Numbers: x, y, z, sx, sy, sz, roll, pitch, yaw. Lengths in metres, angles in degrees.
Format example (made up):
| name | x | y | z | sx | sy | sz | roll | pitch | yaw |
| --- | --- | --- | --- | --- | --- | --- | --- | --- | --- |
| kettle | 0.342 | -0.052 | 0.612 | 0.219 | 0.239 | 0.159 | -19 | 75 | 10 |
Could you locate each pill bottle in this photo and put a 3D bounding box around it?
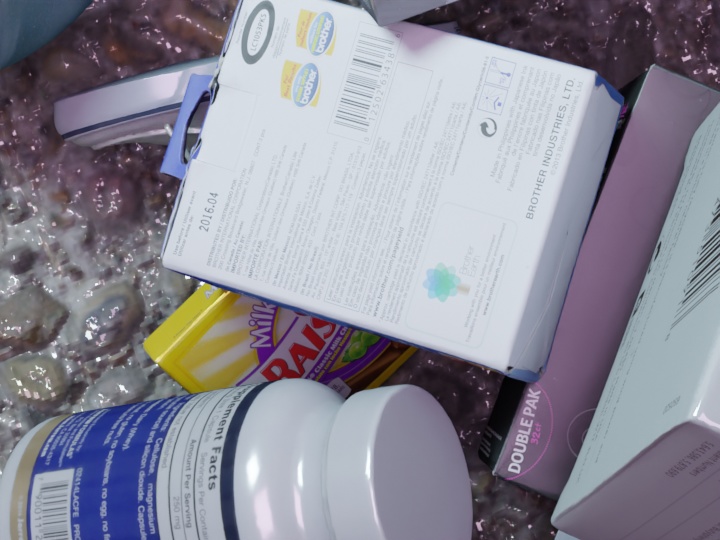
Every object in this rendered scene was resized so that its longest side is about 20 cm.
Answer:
| name | x | y | z | sx | sy | sz | roll | pitch | yaw |
| --- | --- | --- | --- | --- | --- | --- | --- | --- | --- |
| pill bottle | -0.057 | 0.112 | 1.059 | 0.199 | 0.116 | 0.116 | -10 | 89 | 28 |

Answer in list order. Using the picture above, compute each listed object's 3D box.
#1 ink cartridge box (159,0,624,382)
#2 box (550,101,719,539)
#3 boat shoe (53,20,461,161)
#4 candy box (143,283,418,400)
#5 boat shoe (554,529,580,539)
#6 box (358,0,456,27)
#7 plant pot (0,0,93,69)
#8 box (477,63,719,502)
| name | x | y | z | sx | sy | sz | roll | pitch | yaw |
| --- | --- | --- | --- | --- | --- | --- | --- | --- | --- |
| ink cartridge box | 0.000 | -0.044 | 1.031 | 0.199 | 0.076 | 0.137 | 17 | 87 | 16 |
| box | 0.187 | 0.020 | 0.913 | 0.130 | 0.200 | 0.200 | 24 | 70 | -2 |
| boat shoe | -0.044 | -0.064 | 1.128 | 0.201 | 0.075 | 0.087 | -10 | 97 | -9 |
| candy box | 0.000 | 0.000 | 1.117 | 0.200 | 0.026 | 0.102 | -44 | 121 | 1 |
| boat shoe | 0.116 | 0.172 | 1.030 | 0.073 | 0.068 | 0.201 | 3 | 99 | 7 |
| box | 0.052 | -0.183 | 1.058 | 0.158 | 0.200 | 0.049 | -19 | 114 | -5 |
| plant pot | -0.170 | -0.197 | 1.077 | 0.134 | 0.200 | 0.201 | -27 | 89 | -28 |
| box | 0.159 | 0.025 | 1.097 | 0.148 | 0.124 | 0.201 | 21 | 90 | -1 |
